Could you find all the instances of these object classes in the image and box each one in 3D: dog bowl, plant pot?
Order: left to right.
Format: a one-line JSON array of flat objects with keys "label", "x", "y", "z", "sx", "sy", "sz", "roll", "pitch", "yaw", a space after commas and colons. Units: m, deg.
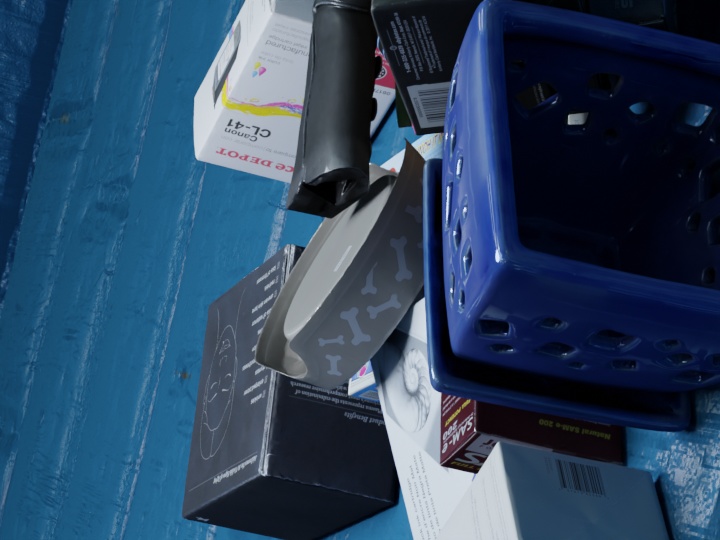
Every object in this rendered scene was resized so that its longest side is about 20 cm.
[{"label": "dog bowl", "x": 0.000, "y": 0.000, "z": 1.733, "sx": 0.200, "sy": 0.059, "sz": 0.200, "roll": -55, "pitch": 11, "yaw": 16}, {"label": "plant pot", "x": 0.138, "y": -0.020, "z": 1.416, "sx": 0.180, "sy": 0.199, "sz": 0.201, "roll": 119, "pitch": 156, "yaw": -52}]

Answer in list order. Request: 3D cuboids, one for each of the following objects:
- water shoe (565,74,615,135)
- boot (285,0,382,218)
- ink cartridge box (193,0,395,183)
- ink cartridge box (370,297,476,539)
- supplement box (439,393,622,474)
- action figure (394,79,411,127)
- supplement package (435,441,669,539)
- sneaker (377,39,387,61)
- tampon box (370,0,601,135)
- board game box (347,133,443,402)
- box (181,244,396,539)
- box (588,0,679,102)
[{"label": "water shoe", "x": 0.130, "y": -0.153, "z": 1.587, "sx": 0.079, "sy": 0.071, "sz": 0.201, "roll": -9, "pitch": 64, "yaw": 23}, {"label": "boot", "x": -0.007, "y": -0.156, "z": 1.718, "sx": 0.165, "sy": 0.065, "sz": 0.201, "roll": 115, "pitch": 166, "yaw": -64}, {"label": "ink cartridge box", "x": -0.049, "y": -0.173, "z": 2.109, "sx": 0.200, "sy": 0.147, "sz": 0.086, "roll": 121, "pitch": 156, "yaw": -44}, {"label": "ink cartridge box", "x": 0.057, "y": 0.127, "z": 1.677, "sx": 0.200, "sy": 0.040, "sz": 0.200, "roll": -42, "pitch": 59, "yaw": 60}, {"label": "supplement box", "x": 0.113, "y": 0.041, "z": 1.566, "sx": 0.061, "sy": 0.109, "sz": 0.201, "roll": 130, "pitch": 149, "yaw": -53}, {"label": "action figure", "x": 0.056, "y": -0.220, "z": 1.818, "sx": 0.055, "sy": 0.118, "sz": 0.200, "roll": 53, "pitch": -161, "yaw": -60}, {"label": "supplement package", "x": 0.100, "y": 0.220, "z": 1.471, "sx": 0.110, "sy": 0.113, "sz": 0.200, "roll": -99, "pitch": 30, "yaw": -45}, {"label": "sneaker", "x": 0.039, "y": -0.196, "z": 1.873, "sx": 0.200, "sy": 0.070, "sz": 0.078, "roll": 58, "pitch": 161, "yaw": -1}, {"label": "tampon box", "x": 0.079, "y": -0.214, "z": 1.494, "sx": 0.150, "sy": 0.126, "sz": 0.201, "roll": 66, "pitch": -160, "yaw": -57}, {"label": "board game box", "x": 0.063, "y": -0.009, "z": 1.819, "sx": 0.200, "sy": 0.056, "sz": 0.196, "roll": 150, "pitch": 131, "yaw": -64}, {"label": "box", "x": -0.053, "y": 0.108, "z": 1.964, "sx": 0.200, "sy": 0.124, "sz": 0.197, "roll": 146, "pitch": 136, "yaw": -62}, {"label": "box", "x": 0.172, "y": -0.225, "z": 1.507, "sx": 0.158, "sy": 0.051, "sz": 0.201, "roll": 46, "pitch": -141, "yaw": -71}]
